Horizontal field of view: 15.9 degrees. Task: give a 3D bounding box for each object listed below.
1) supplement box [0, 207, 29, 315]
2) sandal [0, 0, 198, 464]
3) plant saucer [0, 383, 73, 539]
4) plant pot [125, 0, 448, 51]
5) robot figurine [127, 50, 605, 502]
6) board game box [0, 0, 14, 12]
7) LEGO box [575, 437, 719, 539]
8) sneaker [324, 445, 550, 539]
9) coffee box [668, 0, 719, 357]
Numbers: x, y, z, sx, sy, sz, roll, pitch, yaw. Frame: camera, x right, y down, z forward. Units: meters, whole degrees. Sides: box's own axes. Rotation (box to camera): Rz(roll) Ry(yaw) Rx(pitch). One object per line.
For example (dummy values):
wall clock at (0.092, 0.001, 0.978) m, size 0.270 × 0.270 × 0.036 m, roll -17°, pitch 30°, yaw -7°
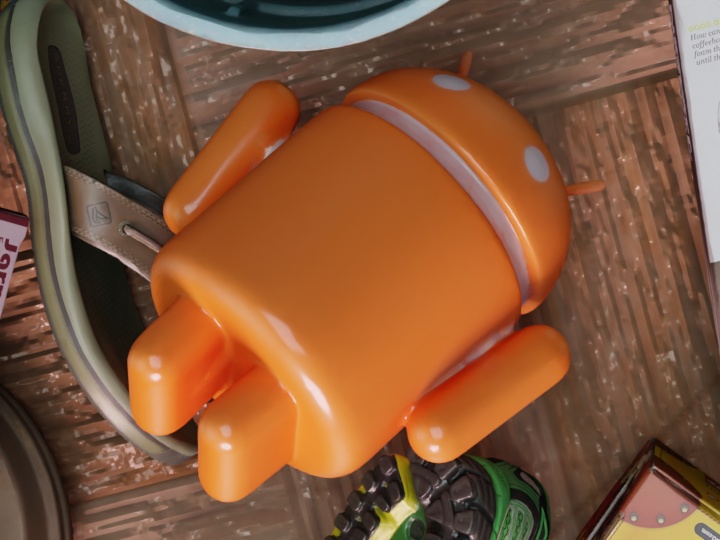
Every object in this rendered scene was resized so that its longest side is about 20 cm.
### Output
supplement box at (-0.235, 0.006, 1.031) m, size 0.200 × 0.061 × 0.109 m, roll 14°, pitch 89°, yaw 33°
sandal at (-0.098, -0.018, 1.046) m, size 0.057 × 0.080 × 0.201 m, roll -15°, pitch 91°, yaw 11°
plant saucer at (-0.219, 0.120, 1.073) m, size 0.200 × 0.029 × 0.200 m, roll -1°, pitch 78°, yaw 6°
plant pot at (-0.013, -0.181, 0.963) m, size 0.200 × 0.196 × 0.200 m, roll 1°, pitch 95°, yaw 7°
robot figurine at (-0.001, -0.001, 0.999) m, size 0.200 × 0.144 × 0.117 m, roll -41°, pitch 124°, yaw -20°
board game box at (-0.223, -0.168, 1.065) m, size 0.196 × 0.056 × 0.200 m, roll 27°, pitch 97°, yaw 5°
LEGO box at (0.154, 0.187, 1.027) m, size 0.200 × 0.077 × 0.149 m, roll 36°, pitch 98°, yaw 4°
sneaker at (0.009, 0.155, 1.046) m, size 0.200 × 0.085 × 0.078 m, roll -50°, pitch 54°, yaw 24°
coffee box at (0.170, -0.023, 0.992) m, size 0.080 × 0.113 × 0.200 m, roll -8°, pitch 94°, yaw 8°
